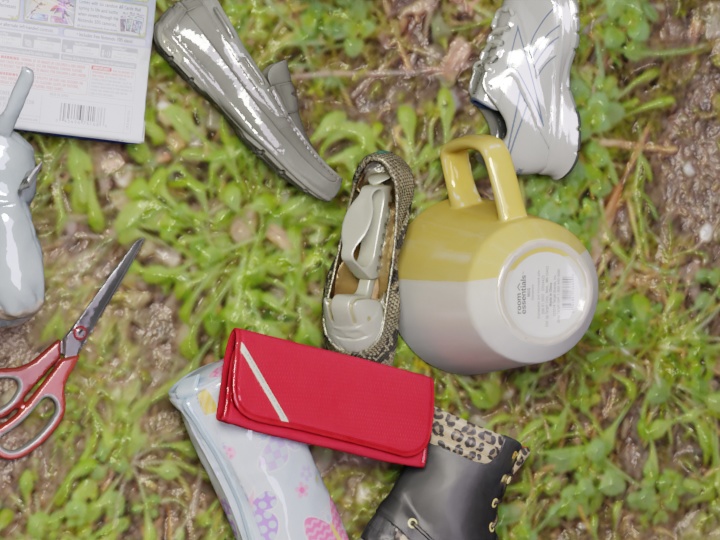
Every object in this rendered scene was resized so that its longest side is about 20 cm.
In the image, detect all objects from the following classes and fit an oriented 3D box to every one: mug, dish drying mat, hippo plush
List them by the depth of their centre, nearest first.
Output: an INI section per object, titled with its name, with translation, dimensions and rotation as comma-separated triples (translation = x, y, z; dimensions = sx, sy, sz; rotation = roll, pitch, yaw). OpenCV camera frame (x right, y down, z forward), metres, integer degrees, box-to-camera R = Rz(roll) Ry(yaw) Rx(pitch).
[hippo plush]
translation = -0.316, -0.036, 1.630
dimensions = 0.161, 0.200, 0.160
rotation = -4, 74, -12
[dish drying mat]
translation = -0.023, 0.102, 1.761
dimensions = 0.200, 0.018, 0.077
rotation = 16, 73, -34
[mug]
translation = 0.105, 0.002, 1.804
dimensions = 0.149, 0.153, 0.187
rotation = -46, 106, -13

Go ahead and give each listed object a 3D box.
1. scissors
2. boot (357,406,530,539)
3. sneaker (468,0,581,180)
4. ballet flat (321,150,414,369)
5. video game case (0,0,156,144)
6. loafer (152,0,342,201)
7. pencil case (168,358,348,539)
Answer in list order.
[scissors]
translation = -0.224, 0.063, 1.755
dimensions = 0.200, 0.014, 0.073
rotation = -43, 103, -16
[boot]
translation = 0.103, 0.213, 1.856
dimensions = 0.200, 0.073, 0.151
rotation = 25, 83, -14
[sneaker]
translation = 0.134, -0.174, 1.854
dimensions = 0.087, 0.075, 0.200
rotation = -4, 93, -16
[ballet flat]
translation = 0.000, 0.000, 1.803
dimensions = 0.068, 0.075, 0.200
rotation = 8, 88, 18
[video game case]
translation = -0.258, -0.197, 1.714
dimensions = 0.200, 0.045, 0.182
rotation = 6, 90, -22
[loafer]
translation = -0.079, -0.138, 1.773
dimensions = 0.070, 0.070, 0.200
rotation = -44, 105, -6
[pencil case]
translation = -0.081, 0.164, 1.774
dimensions = 0.091, 0.083, 0.200
rotation = -28, 101, -35
